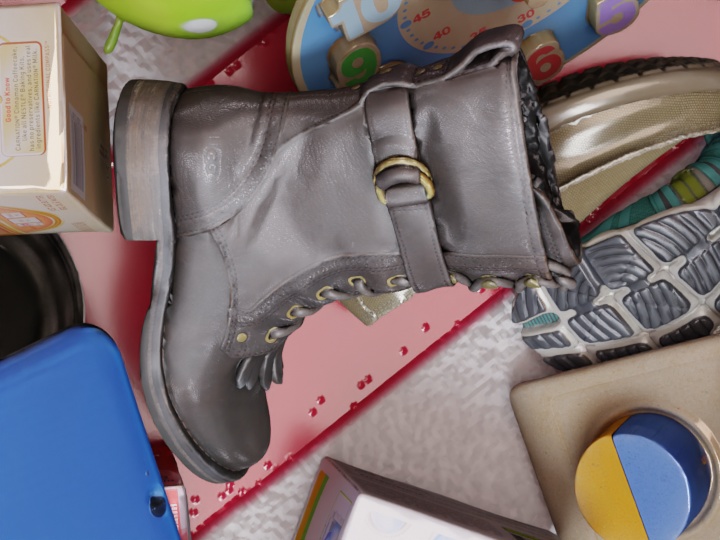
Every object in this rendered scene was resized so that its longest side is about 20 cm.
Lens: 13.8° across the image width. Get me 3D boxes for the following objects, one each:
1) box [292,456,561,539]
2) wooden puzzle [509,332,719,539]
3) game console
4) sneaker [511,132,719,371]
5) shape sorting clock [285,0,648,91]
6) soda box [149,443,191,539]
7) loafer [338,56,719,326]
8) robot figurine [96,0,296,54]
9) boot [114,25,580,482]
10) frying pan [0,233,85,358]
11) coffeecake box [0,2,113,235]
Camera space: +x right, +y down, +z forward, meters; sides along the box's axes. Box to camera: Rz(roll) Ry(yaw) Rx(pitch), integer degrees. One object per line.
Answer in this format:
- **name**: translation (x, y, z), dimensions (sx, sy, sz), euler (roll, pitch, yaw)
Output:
- **box**: translation (0.007, 0.194, 1.241), dimensions (0.112, 0.101, 0.201), euler (19, 92, -10)
- **wooden puzzle**: translation (0.165, 0.118, 1.228), dimensions (0.199, 0.046, 0.186), euler (-15, 99, 34)
- **game console**: translation (-0.167, 0.140, 1.181), dimensions (0.170, 0.118, 0.201), euler (-9, 106, 26)
- **sneaker**: translation (0.156, -0.020, 1.260), dimensions (0.200, 0.080, 0.078), euler (-30, 114, 14)
- **shape sorting clock**: translation (0.062, -0.121, 1.185), dimensions (0.199, 0.200, 0.039), euler (-27, 61, -6)
- **soda box**: translation (-0.170, 0.119, 1.222), dimensions (0.199, 0.070, 0.064), euler (-5, 101, -8)
- **loafer**: translation (0.067, -0.035, 1.248), dimensions (0.199, 0.076, 0.068), euler (-20, 99, 4)
- **robot figurine**: translation (-0.044, -0.175, 1.193), dimensions (0.200, 0.116, 0.176), euler (-40, 131, -5)
- **boot**: translation (0.000, 0.000, 1.174), dimensions (0.173, 0.069, 0.201), euler (-1, 124, 11)
- **frying pan**: translation (-0.193, -0.010, 1.228), dimensions (0.115, 0.031, 0.190), euler (-38, 85, -6)
- **coffeecake box**: translation (-0.203, -0.051, 1.142), dimensions (0.199, 0.154, 0.073), euler (-3, 86, 2)
